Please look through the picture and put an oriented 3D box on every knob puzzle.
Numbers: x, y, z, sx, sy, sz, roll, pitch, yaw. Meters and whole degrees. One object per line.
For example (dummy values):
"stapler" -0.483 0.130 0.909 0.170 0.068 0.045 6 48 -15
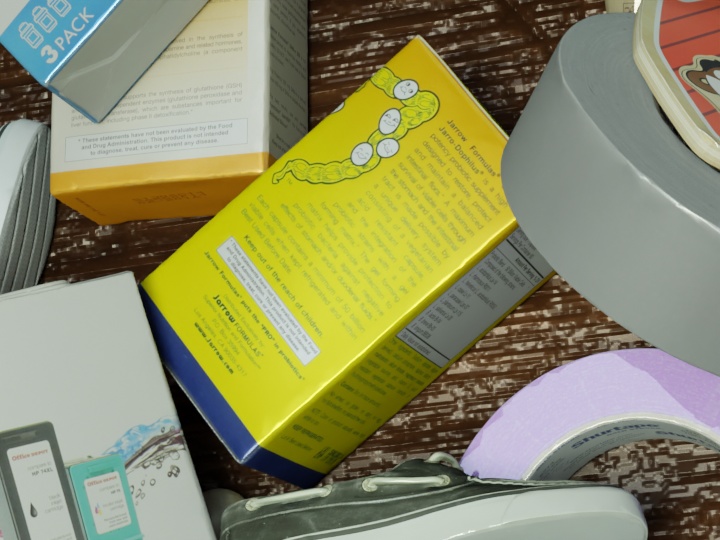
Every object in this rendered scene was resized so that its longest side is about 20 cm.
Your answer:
"knob puzzle" 0.210 -0.081 0.980 0.219 0.219 0.031 40 124 21

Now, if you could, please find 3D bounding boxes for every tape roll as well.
"tape roll" 0.138 0.142 1.014 0.198 0.066 0.202 -4 77 16
"tape roll" 0.166 -0.035 0.973 0.200 0.200 0.067 40 123 21

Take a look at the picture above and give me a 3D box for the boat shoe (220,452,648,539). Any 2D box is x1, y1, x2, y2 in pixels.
"boat shoe" 0.031 0.115 0.980 0.198 0.071 0.064 -9 50 3

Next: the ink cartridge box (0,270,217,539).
"ink cartridge box" -0.168 0.125 1.026 0.145 0.147 0.202 -13 80 -32

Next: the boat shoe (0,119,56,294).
"boat shoe" -0.221 0.011 1.152 0.070 0.072 0.202 14 84 15

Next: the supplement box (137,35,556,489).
"supplement box" 0.000 0.000 1.066 0.200 0.109 0.110 -41 69 4

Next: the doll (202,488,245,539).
"doll" -0.044 0.201 1.064 0.136 0.048 0.201 -35 68 25

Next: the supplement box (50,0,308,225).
"supplement box" -0.095 -0.133 1.146 0.125 0.073 0.202 -4 76 17

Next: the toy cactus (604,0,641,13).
"toy cactus" 0.148 -0.197 1.084 0.198 0.102 0.167 1 88 7

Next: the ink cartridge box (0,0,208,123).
"ink cartridge box" -0.173 -0.189 1.109 0.115 0.068 0.200 -47 67 3
